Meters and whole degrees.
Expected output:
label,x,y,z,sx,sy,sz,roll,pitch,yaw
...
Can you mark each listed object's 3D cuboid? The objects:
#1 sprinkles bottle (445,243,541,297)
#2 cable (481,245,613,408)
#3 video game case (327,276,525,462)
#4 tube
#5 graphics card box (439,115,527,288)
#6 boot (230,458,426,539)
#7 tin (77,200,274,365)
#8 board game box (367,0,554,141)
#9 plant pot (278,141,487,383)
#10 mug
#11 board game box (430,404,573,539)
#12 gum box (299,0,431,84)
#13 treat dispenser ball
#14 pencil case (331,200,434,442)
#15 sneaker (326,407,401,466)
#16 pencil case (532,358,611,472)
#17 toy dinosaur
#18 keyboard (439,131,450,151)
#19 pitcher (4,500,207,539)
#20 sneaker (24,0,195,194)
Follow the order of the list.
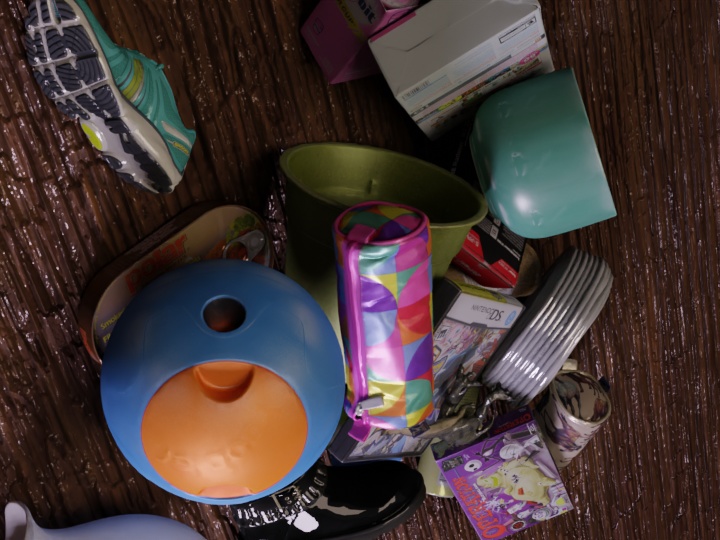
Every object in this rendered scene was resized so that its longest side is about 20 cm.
label,x,y,z,sx,sy,sz,roll,pitch,yaw
sprinkles bottle,0.114,0.017,1.255,0.200,0.068,0.068,-15,114,-39
cable,0.214,0.064,1.293,0.200,0.069,0.200,-55,175,1
video game case,0.071,0.103,1.113,0.200,0.025,0.181,-57,154,10
tube,0.110,0.163,1.319,0.052,0.058,0.200,14,93,-6
graphics card box,0.138,-0.096,1.200,0.125,0.051,0.200,34,66,-42
boot,-0.043,0.200,1.127,0.211,0.079,0.158,-18,119,-11
tin,-0.165,0.015,1.019,0.200,0.042,0.112,-38,130,-26
board game box,0.100,-0.202,1.062,0.147,0.064,0.200,-29,168,8
plant pot,0.000,0.000,1.083,0.200,0.200,0.190,-7,121,-41
mug,0.178,-0.102,1.111,0.185,0.114,0.152,53,23,-58
board game box,0.166,0.239,1.295,0.120,0.032,0.200,-21,135,9
gum box,0.056,-0.251,1.070,0.200,0.113,0.066,-21,76,-37
treat dispenser ball,-0.112,0.090,0.930,0.201,0.201,0.201,-16,114,-38
pencil case,0.021,0.043,0.951,0.088,0.088,0.200,-23,122,-35
sneaker,0.038,0.164,1.243,0.200,0.076,0.105,-18,128,-30
pencil case,0.226,0.194,1.350,0.078,0.090,0.200,13,140,-10
toy dinosaur,0.100,0.143,1.138,0.088,0.047,0.200,-50,152,14
keyboard,0.111,-0.111,1.243,0.127,0.021,0.200,-48,130,-29
pitcher,-0.238,0.295,1.006,0.200,0.121,0.172,17,112,-34
sneaker,-0.201,-0.152,0.921,0.200,0.077,0.080,60,44,-42
